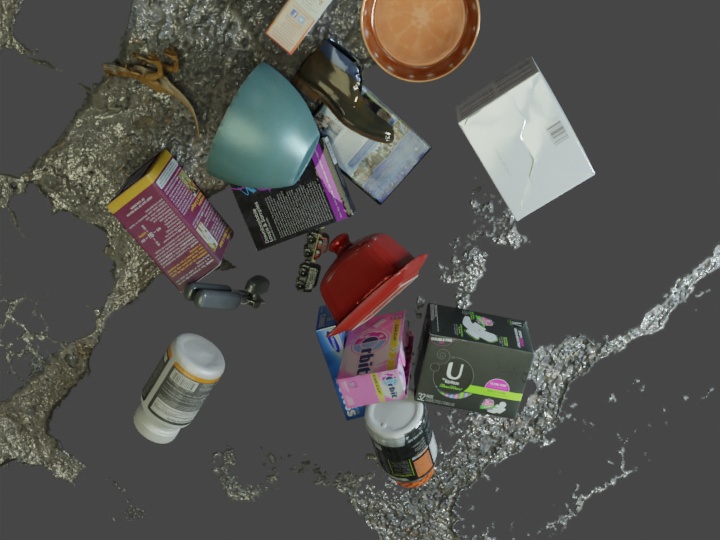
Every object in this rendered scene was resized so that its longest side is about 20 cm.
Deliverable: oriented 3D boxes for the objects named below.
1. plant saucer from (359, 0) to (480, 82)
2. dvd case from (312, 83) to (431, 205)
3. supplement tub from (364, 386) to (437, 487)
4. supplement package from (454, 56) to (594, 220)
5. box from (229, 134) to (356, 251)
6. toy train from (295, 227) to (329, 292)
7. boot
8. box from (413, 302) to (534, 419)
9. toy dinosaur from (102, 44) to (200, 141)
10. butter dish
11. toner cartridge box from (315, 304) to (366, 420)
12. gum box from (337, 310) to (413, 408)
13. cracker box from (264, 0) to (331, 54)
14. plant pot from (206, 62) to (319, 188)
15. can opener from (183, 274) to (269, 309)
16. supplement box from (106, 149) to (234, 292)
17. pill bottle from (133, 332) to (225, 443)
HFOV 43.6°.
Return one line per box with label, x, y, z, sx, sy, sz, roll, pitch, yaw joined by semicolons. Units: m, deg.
plant saucer;0.097;-0.412;1.470;0.195;0.032;0.205;1;115;1
dvd case;0.007;-0.227;1.565;0.199;0.018;0.143;38;111;-15
supplement tub;0.083;0.326;1.739;0.120;0.124;0.202;-10;136;7
supplement package;0.273;-0.222;1.507;0.154;0.111;0.201;-30;111;15
box;-0.122;-0.134;1.580;0.196;0.036;0.146;-19;102;17
toy train;-0.079;-0.050;1.641;0.045;0.034;0.204;12;115;-6
boot;-0.010;-0.295;1.483;0.198;0.075;0.098;31;116;-9
box;0.208;0.168;1.683;0.195;0.125;0.152;10;116;-1
toy dinosaur;-0.336;-0.320;1.524;0.197;0.061;0.107;29;137;-5
butter dish;0.000;0.000;1.600;0.199;0.200;0.149;-41;84;19
toner cartridge box;-0.034;0.173;1.709;0.042;0.095;0.204;-14;114;8
gum box;0.031;0.156;1.645;0.111;0.201;0.067;-12;118;14
cracker box;-0.064;-0.445;1.403;0.057;0.135;0.201;35;112;-14
plant pot;-0.144;-0.214;1.464;0.133;0.201;0.203;28;113;0
can opener;-0.233;0.032;1.614;0.053;0.199;0.068;29;99;27
supplement box;-0.329;-0.088;1.581;0.102;0.132;0.201;-32;109;17
pill bottle;-0.354;0.230;1.736;0.115;0.117;0.201;30;113;-12
